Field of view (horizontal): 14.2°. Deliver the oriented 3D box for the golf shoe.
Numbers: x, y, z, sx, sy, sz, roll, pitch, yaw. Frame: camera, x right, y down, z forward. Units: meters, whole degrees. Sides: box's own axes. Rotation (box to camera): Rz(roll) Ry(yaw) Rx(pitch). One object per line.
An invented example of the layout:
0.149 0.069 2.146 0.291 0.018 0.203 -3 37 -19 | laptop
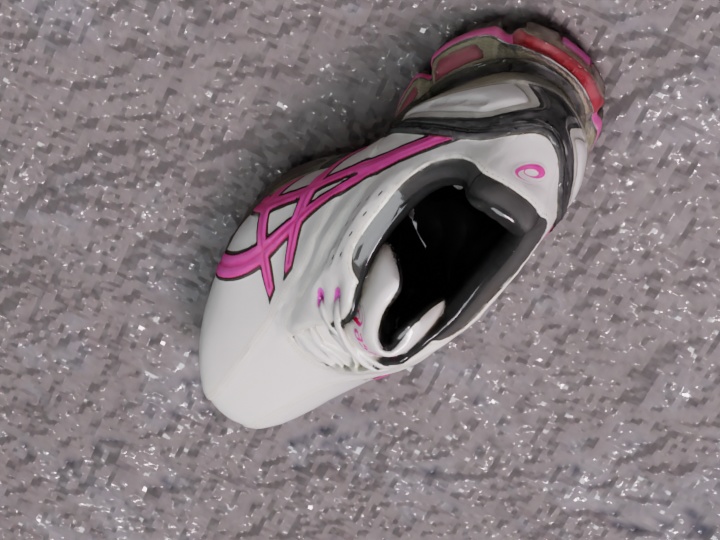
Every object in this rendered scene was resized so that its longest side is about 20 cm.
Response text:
0.000 0.000 0.970 0.072 0.092 0.200 35 131 -11 | golf shoe
